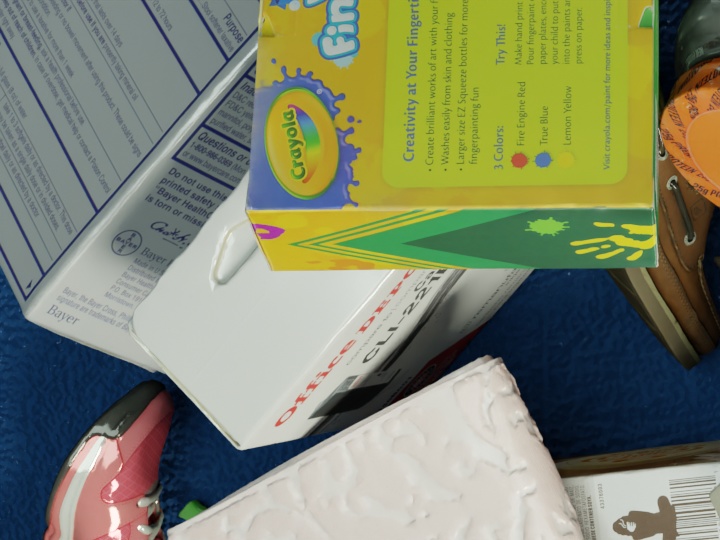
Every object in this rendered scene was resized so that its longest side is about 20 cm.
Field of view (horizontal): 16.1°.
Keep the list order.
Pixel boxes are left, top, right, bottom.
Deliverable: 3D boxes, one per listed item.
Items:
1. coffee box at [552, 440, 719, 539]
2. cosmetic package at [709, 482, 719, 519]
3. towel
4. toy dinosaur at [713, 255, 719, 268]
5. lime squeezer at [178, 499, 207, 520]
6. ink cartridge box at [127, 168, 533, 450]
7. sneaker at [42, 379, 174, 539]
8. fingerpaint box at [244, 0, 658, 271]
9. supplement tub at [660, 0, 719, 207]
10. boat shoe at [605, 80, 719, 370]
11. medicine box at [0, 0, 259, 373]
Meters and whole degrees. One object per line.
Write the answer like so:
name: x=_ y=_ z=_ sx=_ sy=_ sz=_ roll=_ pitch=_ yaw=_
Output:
coffee box: x=0.100 y=0.131 z=1.207 sx=0.199 sy=0.114 sz=0.080 roll=-8 pitch=88 yaw=24
cosmetic package: x=0.234 y=0.150 z=1.042 sx=0.201 sy=0.073 sz=0.104 roll=65 pitch=149 yaw=20
towel: x=0.027 y=0.168 z=1.161 sx=0.191 sy=0.032 sz=0.201 roll=-29 pitch=80 yaw=23
toy dinosaur: x=0.251 y=0.015 z=1.161 sx=0.199 sy=0.086 sz=0.136 roll=-14 pitch=104 yaw=33
lime squeezer: x=-0.015 y=0.179 z=1.298 sx=0.071 sy=0.038 sz=0.200 roll=-45 pitch=75 yaw=17
ink cartridge box: x=0.000 y=0.000 z=1.201 sx=0.084 sy=0.200 sz=0.144 roll=45 pitch=107 yaw=16
sneaker: x=-0.126 y=0.154 z=1.339 sx=0.087 sy=0.074 sz=0.201 roll=25 pitch=104 yaw=7
fingerpaint box: x=0.043 y=-0.103 z=1.067 sx=0.166 sy=0.073 sz=0.201 roll=-1 pitch=69 yaw=7
supplement tub: x=0.215 y=-0.119 z=1.104 sx=0.122 sy=0.123 sz=0.200 roll=21 pitch=62 yaw=22
boat shoe: x=0.136 y=-0.030 z=1.163 sx=0.068 sy=0.200 sz=0.072 roll=-37 pitch=46 yaw=-2
medicine box: x=-0.101 y=-0.087 z=1.260 sx=0.200 sy=0.103 sz=0.182 roll=-47 pitch=47 yaw=16
